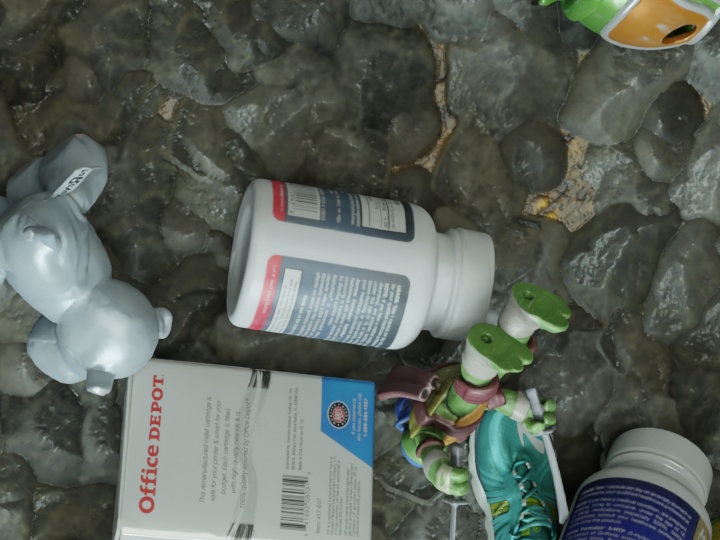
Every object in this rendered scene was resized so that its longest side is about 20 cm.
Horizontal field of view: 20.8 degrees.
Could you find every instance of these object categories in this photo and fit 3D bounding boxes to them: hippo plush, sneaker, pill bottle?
[{"bbox_3d":[-0.213,0.000,1.514,0.161,0.199,0.160,50,51,-19],"label":"hippo plush"},{"bbox_3d":[0.139,0.201,1.632,0.077,0.080,0.201,-9,94,-10],"label":"sneaker"},{"bbox_3d":[0.219,0.230,1.591,0.119,0.120,0.200,37,49,-10],"label":"pill bottle"},{"bbox_3d":[0.000,0.000,1.574,0.199,0.120,0.120,9,91,-11],"label":"pill bottle"}]

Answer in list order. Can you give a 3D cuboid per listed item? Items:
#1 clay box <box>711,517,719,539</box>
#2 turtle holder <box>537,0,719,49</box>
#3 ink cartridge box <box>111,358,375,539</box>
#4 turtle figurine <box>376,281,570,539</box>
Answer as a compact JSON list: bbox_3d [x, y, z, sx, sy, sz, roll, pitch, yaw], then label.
[{"bbox_3d":[0.296,0.300,1.666,0.200,0.048,0.115,-39,100,-24],"label":"clay box"},{"bbox_3d":[0.236,-0.260,1.607,0.131,0.186,0.141,28,120,-10],"label":"turtle holder"},{"bbox_3d":[-0.094,0.159,1.559,0.199,0.084,0.147,7,66,-10],"label":"ink cartridge box"},{"bbox_3d":[0.112,0.121,1.521,0.143,0.194,0.201,-6,51,-26],"label":"turtle figurine"}]
